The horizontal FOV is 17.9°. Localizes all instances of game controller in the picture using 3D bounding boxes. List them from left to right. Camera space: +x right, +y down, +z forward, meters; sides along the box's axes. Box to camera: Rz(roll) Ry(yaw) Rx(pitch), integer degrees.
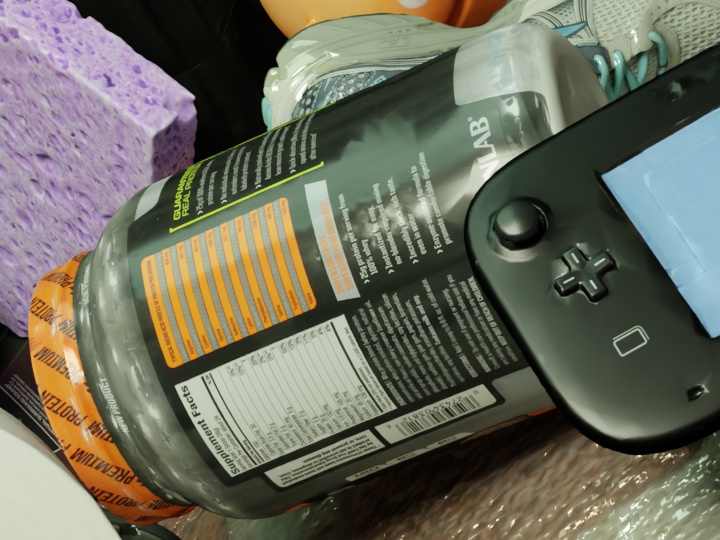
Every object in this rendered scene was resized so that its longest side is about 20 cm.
[{"bbox_3d":[0.131,-0.027,0.644,0.199,0.042,0.105,-30,50,-3],"label":"game controller"}]

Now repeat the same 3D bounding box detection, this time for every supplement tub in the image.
[{"bbox_3d":[-0.003,0.008,0.767,0.199,0.123,0.123,-22,23,18],"label":"supplement tub"}]

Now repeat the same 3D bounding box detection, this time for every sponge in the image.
[{"bbox_3d":[-0.121,-0.028,0.950,0.030,0.111,0.201,-42,-22,-31],"label":"sponge"}]

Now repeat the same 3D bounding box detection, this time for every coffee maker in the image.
[{"bbox_3d":[-0.101,-0.111,1.009,0.134,0.200,0.193,-27,45,8],"label":"coffee maker"}]

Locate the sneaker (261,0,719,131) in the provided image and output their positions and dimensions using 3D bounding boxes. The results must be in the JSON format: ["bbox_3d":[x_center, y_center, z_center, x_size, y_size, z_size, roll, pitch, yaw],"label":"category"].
[{"bbox_3d":[0.068,-0.059,0.863,0.199,0.078,0.086,-16,36,-9],"label":"sneaker"}]

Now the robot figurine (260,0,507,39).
[{"bbox_3d":[0.029,-0.152,1.019,0.199,0.117,0.144,-21,-32,-45],"label":"robot figurine"}]

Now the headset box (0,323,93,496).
[{"bbox_3d":[-0.190,0.099,1.064,0.148,0.075,0.200,-24,25,42],"label":"headset box"}]

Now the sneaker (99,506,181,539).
[{"bbox_3d":[-0.162,0.114,0.856,0.079,0.199,0.076,-149,68,-81],"label":"sneaker"}]

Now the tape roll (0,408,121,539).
[{"bbox_3d":[-0.169,0.134,0.740,0.202,0.203,0.071,-44,19,-7],"label":"tape roll"}]
